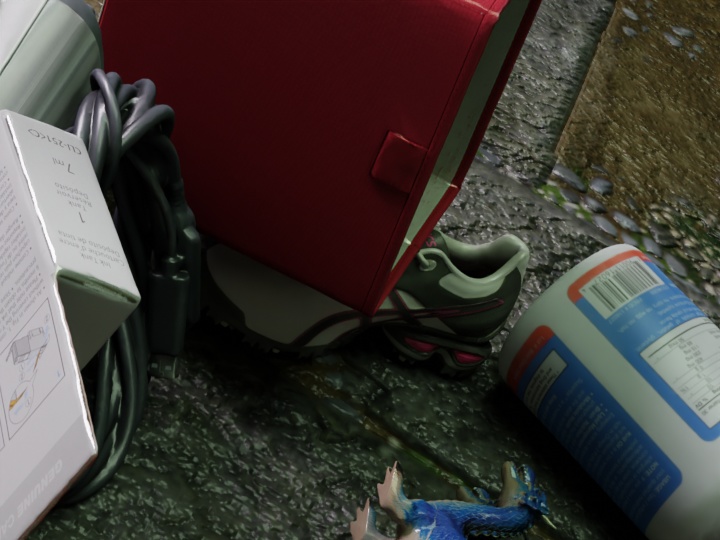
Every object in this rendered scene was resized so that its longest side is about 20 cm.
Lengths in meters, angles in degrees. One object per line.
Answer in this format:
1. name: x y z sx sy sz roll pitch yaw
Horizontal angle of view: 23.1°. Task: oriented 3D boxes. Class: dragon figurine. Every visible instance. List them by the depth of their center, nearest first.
1. dragon figurine: 0.047 0.156 0.847 0.099 0.059 0.200 23 33 -14

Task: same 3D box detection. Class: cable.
1. cable: -0.125 0.005 0.789 0.051 0.200 0.163 18 36 18

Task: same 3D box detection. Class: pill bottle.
1. pill bottle: 0.180 0.090 0.993 0.112 0.112 0.200 -15 56 -48

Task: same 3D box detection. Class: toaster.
1. toaster: -0.192 -0.042 0.805 0.113 0.200 0.129 24 54 3

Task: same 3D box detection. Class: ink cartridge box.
1. ink cartridge box: -0.157 0.068 0.663 0.045 0.200 0.176 21 32 -40

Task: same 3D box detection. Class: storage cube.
1. storage cube: -0.021 -0.115 0.893 0.180 0.200 0.171 27 32 6

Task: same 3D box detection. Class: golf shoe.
1. golf shoe: 0.000 0.000 0.984 0.200 0.088 0.077 7 42 -31
